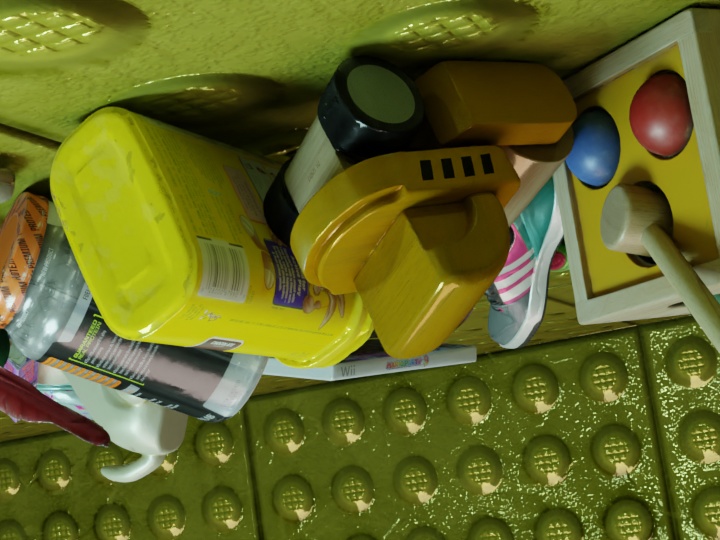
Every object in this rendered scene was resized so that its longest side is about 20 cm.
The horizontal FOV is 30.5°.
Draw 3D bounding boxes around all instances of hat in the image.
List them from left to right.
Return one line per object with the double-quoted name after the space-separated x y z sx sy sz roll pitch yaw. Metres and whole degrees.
-0.280 0.037 0.968 0.175 0.201 0.166 -25 -161 20 "hat"

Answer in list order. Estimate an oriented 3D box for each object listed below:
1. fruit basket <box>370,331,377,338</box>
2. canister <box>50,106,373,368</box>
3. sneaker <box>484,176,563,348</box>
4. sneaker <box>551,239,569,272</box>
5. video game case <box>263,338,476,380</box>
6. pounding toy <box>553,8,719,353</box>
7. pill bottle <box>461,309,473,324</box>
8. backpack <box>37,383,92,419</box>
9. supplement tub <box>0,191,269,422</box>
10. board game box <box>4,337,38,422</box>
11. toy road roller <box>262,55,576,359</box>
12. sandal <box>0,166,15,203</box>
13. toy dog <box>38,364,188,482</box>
-0.019 0.039 1.440 0.183 0.095 0.199 -2 169 -36 "fruit basket"
-0.088 -0.017 0.831 0.086 0.150 0.199 -37 156 21 "canister"
0.101 -0.010 1.113 0.119 0.084 0.202 -2 132 -12 "sneaker"
0.178 -0.040 1.227 0.083 0.078 0.200 -12 -174 -19 "sneaker"
-0.005 0.083 1.253 0.142 0.018 0.199 1 -177 44 "video game case"
0.198 -0.040 0.798 0.141 0.203 0.184 -4 170 -27 "pounding toy"
0.057 0.007 1.257 0.107 0.110 0.200 -10 170 11 "pill bottle"
-0.302 0.099 1.446 0.164 0.128 0.200 -5 168 1 "backpack"
-0.168 0.024 0.958 0.198 0.124 0.122 23 157 -25 "supplement tub"
-0.327 0.060 1.141 0.032 0.120 0.200 -37 175 -23 "board game box"
0.049 -0.033 0.785 0.198 0.147 0.123 -8 150 -34 "toy road roller"
-0.292 -0.025 0.894 0.080 0.055 0.199 -2 169 -39 "sandal"
-0.237 0.078 1.233 0.198 0.196 0.139 23 -163 19 "toy dog"
